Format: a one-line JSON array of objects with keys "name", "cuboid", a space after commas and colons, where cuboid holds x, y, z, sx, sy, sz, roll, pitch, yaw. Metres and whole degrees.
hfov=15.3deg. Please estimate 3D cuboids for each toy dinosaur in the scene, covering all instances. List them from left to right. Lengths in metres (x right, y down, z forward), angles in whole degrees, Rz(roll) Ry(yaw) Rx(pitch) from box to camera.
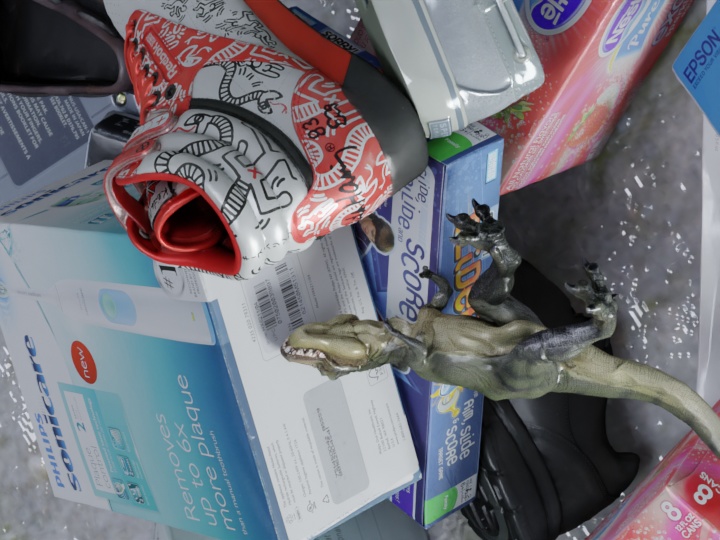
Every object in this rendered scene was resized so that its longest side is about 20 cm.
[{"name": "toy dinosaur", "cuboid": [0.068, 0.026, 1.092, 0.199, 0.048, 0.088, 14, 133, 12]}]

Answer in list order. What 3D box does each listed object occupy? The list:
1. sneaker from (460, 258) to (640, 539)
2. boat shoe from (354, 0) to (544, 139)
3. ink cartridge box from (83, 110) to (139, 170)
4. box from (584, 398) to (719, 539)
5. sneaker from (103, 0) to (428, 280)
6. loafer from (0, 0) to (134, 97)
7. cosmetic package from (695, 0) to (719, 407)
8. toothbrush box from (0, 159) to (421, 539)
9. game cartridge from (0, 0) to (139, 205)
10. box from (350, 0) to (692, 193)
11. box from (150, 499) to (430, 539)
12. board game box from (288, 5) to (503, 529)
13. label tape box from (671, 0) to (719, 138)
[{"name": "sneaker", "cuboid": [0.067, 0.030, 1.237, 0.076, 0.090, 0.201, 12, 124, 64]}, {"name": "boat shoe", "cuboid": [0.021, -0.157, 1.092, 0.071, 0.070, 0.202, -19, 89, -6]}, {"name": "ink cartridge box", "cuboid": [-0.056, 0.042, 1.328, 0.197, 0.043, 0.201, 17, 114, 15]}, {"name": "box", "cuboid": [0.142, 0.150, 1.190, 0.103, 0.095, 0.200, 42, 136, 4]}, {"name": "sneaker", "cuboid": [-0.075, -0.069, 1.106, 0.201, 0.108, 0.067, 36, 149, 37]}, {"name": "loafer", "cuboid": [-0.170, -0.120, 1.318, 0.199, 0.063, 0.072, 11, 110, 30]}, {"name": "cosmetic package", "cuboid": [0.194, -0.030, 1.160, 0.082, 0.051, 0.201, 11, 111, 32]}, {"name": "toothbrush box", "cuboid": [-0.078, 0.033, 1.212, 0.200, 0.085, 0.147, 8, 118, 54]}, {"name": "game cartridge", "cuboid": [-0.172, -0.122, 1.379, 0.133, 0.041, 0.201, -28, 88, 31]}, {"name": "box", "cuboid": [0.092, -0.145, 1.153, 0.103, 0.095, 0.200, 42, 123, 17]}, {"name": "box", "cuboid": [-0.031, 0.236, 1.263, 0.200, 0.130, 0.200, -109, 24, -49]}, {"name": "board game box", "cuboid": [0.000, 0.000, 1.189, 0.135, 0.034, 0.201, 36, 138, 35]}, {"name": "label tape box", "cuboid": [0.231, -0.059, 1.040, 0.200, 0.066, 0.144, 52, 136, 19]}]
